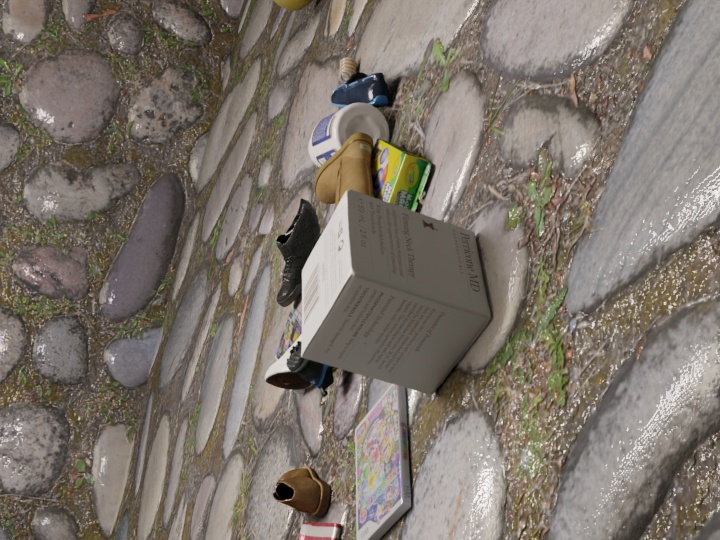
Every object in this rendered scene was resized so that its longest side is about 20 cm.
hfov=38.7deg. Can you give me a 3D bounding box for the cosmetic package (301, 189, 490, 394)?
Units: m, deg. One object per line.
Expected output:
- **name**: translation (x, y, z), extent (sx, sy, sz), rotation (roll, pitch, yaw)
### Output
- **cosmetic package**: translation (0.040, 0.030, 1.359), extent (0.169, 0.197, 0.167), rotation (-95, 28, -47)

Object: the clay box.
- **clay box**: translation (0.054, -0.145, 1.700), extent (0.200, 0.047, 0.117), rotation (-134, 62, -70)

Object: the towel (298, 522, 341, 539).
- **towel**: translation (-0.080, 0.491, 1.582), extent (0.144, 0.022, 0.203), rotation (153, 131, -64)

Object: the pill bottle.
- **pill bottle**: translation (-0.030, -0.242, 1.919), extent (0.200, 0.109, 0.113), rotation (175, 111, -69)

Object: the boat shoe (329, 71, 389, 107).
- **boat shoe**: translation (0.006, -0.348, 1.971), extent (0.199, 0.083, 0.070), rotation (12, 104, 58)

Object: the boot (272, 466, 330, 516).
- **boot**: translation (-0.115, 0.362, 1.711), extent (0.200, 0.074, 0.075), rotation (168, 116, -70)

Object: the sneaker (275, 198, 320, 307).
- **sneaker**: translation (-0.130, -0.032, 1.994), extent (0.201, 0.104, 0.060), rotation (-51, 22, 14)

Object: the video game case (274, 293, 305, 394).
- **video game case**: translation (-0.110, 0.119, 1.977), extent (0.200, 0.023, 0.185), rotation (-137, 66, -68)

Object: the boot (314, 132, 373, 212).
- **boot**: translation (-0.031, -0.115, 1.744), extent (0.176, 0.065, 0.202), rotation (125, 154, -43)

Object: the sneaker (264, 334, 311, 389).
- **sneaker**: translation (-0.099, 0.156, 1.848), extent (0.199, 0.072, 0.086), rotation (-28, 42, 45)

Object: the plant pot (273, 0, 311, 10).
- **plant pot**: translation (-0.145, -0.785, 2.627), extent (0.141, 0.199, 0.203), rotation (-7, 64, 42)

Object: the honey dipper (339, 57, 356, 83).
- **honey dipper**: translation (-0.029, -0.356, 2.128), extent (0.038, 0.037, 0.203), rotation (132, 147, -50)

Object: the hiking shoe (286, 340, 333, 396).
- **hiking shoe**: translation (-0.052, 0.115, 1.741), extent (0.074, 0.087, 0.201), rotation (-26, 26, 50)

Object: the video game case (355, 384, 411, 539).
- **video game case**: translation (0.030, 0.277, 1.460), extent (0.202, 0.018, 0.144), rotation (-92, 27, -42)
